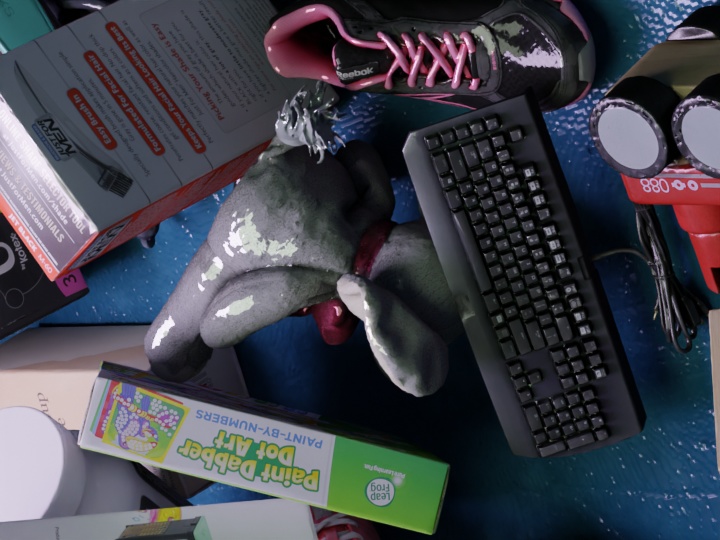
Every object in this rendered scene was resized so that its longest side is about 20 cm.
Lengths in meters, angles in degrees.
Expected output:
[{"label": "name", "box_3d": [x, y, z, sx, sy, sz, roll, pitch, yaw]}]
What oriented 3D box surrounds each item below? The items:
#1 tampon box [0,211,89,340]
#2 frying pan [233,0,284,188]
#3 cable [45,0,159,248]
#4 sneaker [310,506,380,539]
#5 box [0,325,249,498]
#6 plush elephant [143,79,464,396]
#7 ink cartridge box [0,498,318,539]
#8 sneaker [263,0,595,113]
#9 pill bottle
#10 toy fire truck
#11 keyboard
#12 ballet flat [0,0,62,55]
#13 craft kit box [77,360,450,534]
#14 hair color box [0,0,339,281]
[{"label": "tampon box", "box_3d": [-0.292, -0.014, 1.676, 0.200, 0.126, 0.151, -17, 100, 61]}, {"label": "frying pan", "box_3d": [-0.058, -0.091, 1.513, 0.115, 0.031, 0.191, -7, 109, 47]}, {"label": "cable", "box_3d": [-0.175, -0.116, 1.582, 0.200, 0.051, 0.164, 48, 148, 22]}, {"label": "sneaker", "box_3d": [-0.019, 0.177, 1.534, 0.200, 0.073, 0.087, -157, 49, -81]}, {"label": "box", "box_3d": [-0.167, 0.091, 1.681, 0.199, 0.078, 0.096, -4, 110, 44]}, {"label": "plush elephant", "box_3d": [0.000, 0.000, 1.411, 0.155, 0.165, 0.200, 38, 145, 6]}, {"label": "ink cartridge box", "box_3d": [-0.125, 0.205, 1.435, 0.145, 0.198, 0.084, 104, 158, -51]}, {"label": "sneaker", "box_3d": [0.032, -0.116, 1.370, 0.199, 0.095, 0.080, 13, 118, 38]}, {"label": "pill bottle", "box_3d": [-0.162, 0.166, 1.540, 0.115, 0.116, 0.200, 15, 160, 38]}, {"label": "toy fire truck", "box_3d": [0.214, -0.013, 1.244, 0.175, 0.129, 0.201, 3, 125, 42]}, {"label": "keyboard", "box_3d": [0.110, 0.000, 1.348, 0.126, 0.021, 0.201, -20, 109, 5]}, {"label": "ballet flat", "box_3d": [-0.185, -0.102, 1.523, 0.201, 0.068, 0.068, 60, 156, 17]}, {"label": "craft kit box", "box_3d": [-0.059, 0.098, 1.451, 0.199, 0.198, 0.049, 14, 92, -6]}, {"label": "hair color box", "box_3d": [-0.119, -0.088, 1.408, 0.111, 0.200, 0.064, 54, 136, 6]}]
